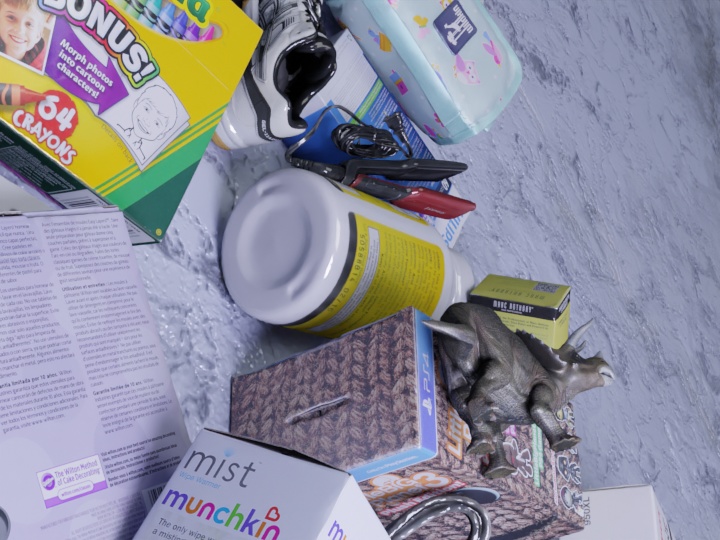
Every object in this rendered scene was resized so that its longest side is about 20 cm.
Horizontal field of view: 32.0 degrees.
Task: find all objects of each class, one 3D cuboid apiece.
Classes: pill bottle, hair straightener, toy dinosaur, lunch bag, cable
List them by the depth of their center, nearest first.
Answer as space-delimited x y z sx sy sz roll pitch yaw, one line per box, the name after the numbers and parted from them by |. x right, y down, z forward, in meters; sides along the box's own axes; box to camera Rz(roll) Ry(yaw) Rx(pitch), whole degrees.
-0.019 0.182 0.760 0.050 0.199 0.097 79 9 -76 | cable
0.080 0.063 0.777 0.200 0.077 0.103 26 39 -40 | toy dinosaur
0.000 0.000 0.942 0.200 0.111 0.112 18 56 -50 | pill bottle
0.016 -0.089 0.994 0.200 0.041 0.077 6 70 -44 | hair straightener
0.055 -0.208 1.110 0.171 0.122 0.200 55 13 -16 | lunch bag

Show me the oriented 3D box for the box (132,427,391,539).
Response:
-0.050 0.209 0.615 0.177 0.096 0.200 -58 144 -29 | box

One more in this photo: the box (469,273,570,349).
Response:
0.126 0.108 1.015 0.050 0.075 0.201 -37 130 -59 | box

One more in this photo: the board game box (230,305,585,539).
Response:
0.035 0.127 0.868 0.200 0.159 0.097 31 46 -42 | board game box

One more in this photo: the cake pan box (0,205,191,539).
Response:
-0.162 0.065 0.589 0.200 0.052 0.185 -12 84 -58 | cake pan box

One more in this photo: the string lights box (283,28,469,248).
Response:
0.009 -0.092 1.063 0.200 0.059 0.103 55 34 -19 | string lights box

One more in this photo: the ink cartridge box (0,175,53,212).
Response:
-0.203 0.055 0.647 0.116 0.068 0.200 38 42 -39 | ink cartridge box

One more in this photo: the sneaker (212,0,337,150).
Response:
-0.049 -0.175 0.963 0.076 0.087 0.200 49 49 -47 | sneaker

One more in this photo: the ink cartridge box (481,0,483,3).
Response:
0.106 -0.270 1.333 0.200 0.050 0.161 55 34 -15 | ink cartridge box

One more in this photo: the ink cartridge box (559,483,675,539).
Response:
0.236 0.293 1.084 0.200 0.084 0.145 56 30 -49 | ink cartridge box

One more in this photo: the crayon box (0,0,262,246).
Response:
-0.173 -0.141 0.775 0.200 0.058 0.173 40 61 -35 | crayon box

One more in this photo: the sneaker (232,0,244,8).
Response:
-0.095 -0.306 1.043 0.202 0.108 0.067 -66 164 -9 | sneaker
